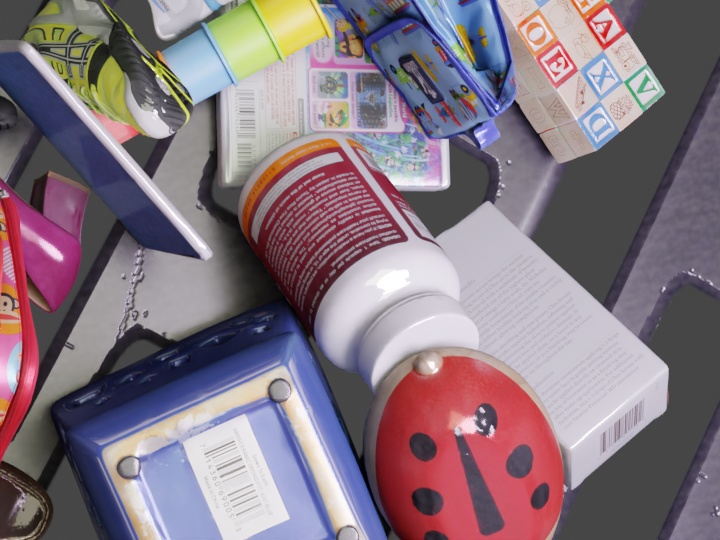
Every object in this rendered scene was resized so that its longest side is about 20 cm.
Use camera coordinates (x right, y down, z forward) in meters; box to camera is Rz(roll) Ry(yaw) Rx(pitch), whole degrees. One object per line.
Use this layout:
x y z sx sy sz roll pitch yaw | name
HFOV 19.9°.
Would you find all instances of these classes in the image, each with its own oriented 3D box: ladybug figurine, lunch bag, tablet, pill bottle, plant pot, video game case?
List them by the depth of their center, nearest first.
-0.272 0.039 1.375 0.082 0.176 0.200 10 39 -25 | lunch bag
0.075 0.141 1.417 0.135 0.072 0.200 -25 120 1 | ladybug figurine
-0.095 0.149 1.437 0.199 0.180 0.201 -23 93 -7 | plant pot
-0.189 -0.085 1.446 0.014 0.130 0.200 -46 112 -16 | tablet
0.000 0.000 1.473 0.113 0.113 0.200 -21 48 -17 | pill bottle
0.052 -0.183 1.510 0.094 0.151 0.201 -28 93 -17 | lunch bag
-0.022 -0.161 1.577 0.181 0.024 0.201 0 85 -17 | video game case

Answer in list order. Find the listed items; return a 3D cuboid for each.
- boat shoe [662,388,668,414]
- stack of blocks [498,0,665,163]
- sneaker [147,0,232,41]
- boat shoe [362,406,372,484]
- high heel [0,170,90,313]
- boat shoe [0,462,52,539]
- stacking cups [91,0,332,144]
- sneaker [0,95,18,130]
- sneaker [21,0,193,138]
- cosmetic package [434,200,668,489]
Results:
0.144 0.124 1.581 0.199 0.070 0.071 -12 101 -8 | boat shoe
0.152 -0.200 1.602 0.115 0.059 0.200 -38 100 -26 | stack of blocks
-0.183 -0.253 1.517 0.087 0.075 0.200 -41 86 15 | sneaker
0.062 0.160 1.510 0.073 0.068 0.200 -31 116 14 | boat shoe
-0.290 -0.042 1.463 0.199 0.067 0.097 17 70 -18 | high heel
-0.310 0.151 1.436 0.199 0.070 0.071 17 81 -16 | boat shoe
-0.120 -0.149 1.518 0.199 0.061 0.061 -30 94 1 | stacking cups
-0.336 -0.150 1.457 0.199 0.074 0.089 13 84 -15 | sneaker
-0.182 -0.135 1.456 0.076 0.200 0.075 -45 128 2 | sneaker
0.124 0.054 1.527 0.101 0.071 0.200 -37 62 -15 | cosmetic package
